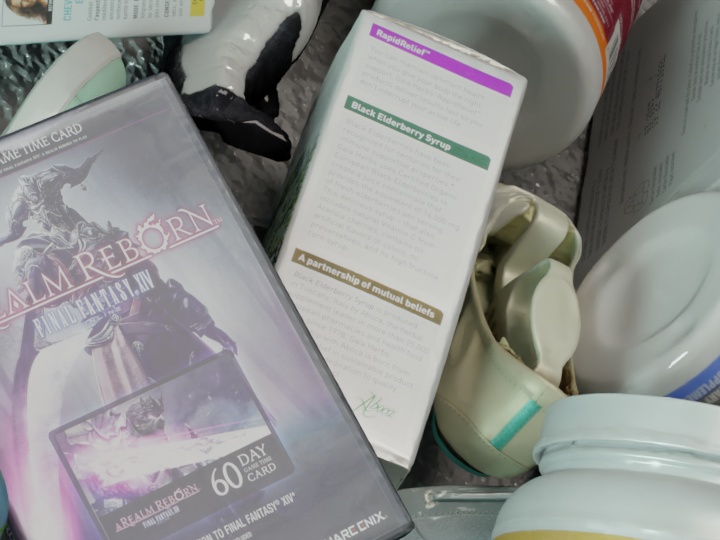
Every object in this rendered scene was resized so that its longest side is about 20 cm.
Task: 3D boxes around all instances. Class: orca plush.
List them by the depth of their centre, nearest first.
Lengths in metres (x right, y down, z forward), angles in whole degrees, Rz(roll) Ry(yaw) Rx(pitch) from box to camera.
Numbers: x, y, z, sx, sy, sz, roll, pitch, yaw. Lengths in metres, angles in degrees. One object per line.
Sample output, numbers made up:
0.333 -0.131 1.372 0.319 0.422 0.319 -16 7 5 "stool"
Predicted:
-0.038 -0.094 1.307 0.200 0.105 0.071 -99 171 -59 "orca plush"

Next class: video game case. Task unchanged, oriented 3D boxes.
-0.085 0.038 1.095 0.143 0.019 0.200 -25 82 -30 "video game case"

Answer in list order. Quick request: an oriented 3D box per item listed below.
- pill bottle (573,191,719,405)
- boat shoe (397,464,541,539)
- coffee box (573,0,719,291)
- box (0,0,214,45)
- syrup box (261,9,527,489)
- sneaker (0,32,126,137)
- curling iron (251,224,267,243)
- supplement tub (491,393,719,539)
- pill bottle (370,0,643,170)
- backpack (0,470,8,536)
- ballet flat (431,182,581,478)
0.191 0.067 1.327 0.200 0.114 0.114 42 38 -27 "pill bottle"
0.090 0.111 1.252 0.201 0.070 0.072 0 64 -38 "boat shoe"
0.244 -0.050 1.422 0.198 0.200 0.200 32 42 -18 "coffee box"
-0.152 -0.136 1.210 0.200 0.082 0.049 -6 18 -37 "box"
0.000 0.000 1.216 0.081 0.079 0.200 24 56 -7 "syrup box"
-0.106 0.004 1.161 0.118 0.074 0.201 30 52 -10 "sneaker"
0.036 0.019 1.315 0.200 0.026 0.050 25 43 -24 "curling iron"
0.111 0.160 1.125 0.144 0.145 0.200 21 72 -28 "supplement tub"
0.082 -0.148 1.426 0.114 0.114 0.200 39 40 -10 "pill bottle"
-0.207 0.106 0.890 0.182 0.200 0.135 28 43 -23 "backpack"
0.069 0.009 1.271 0.069 0.069 0.200 30 32 -19 "ballet flat"
